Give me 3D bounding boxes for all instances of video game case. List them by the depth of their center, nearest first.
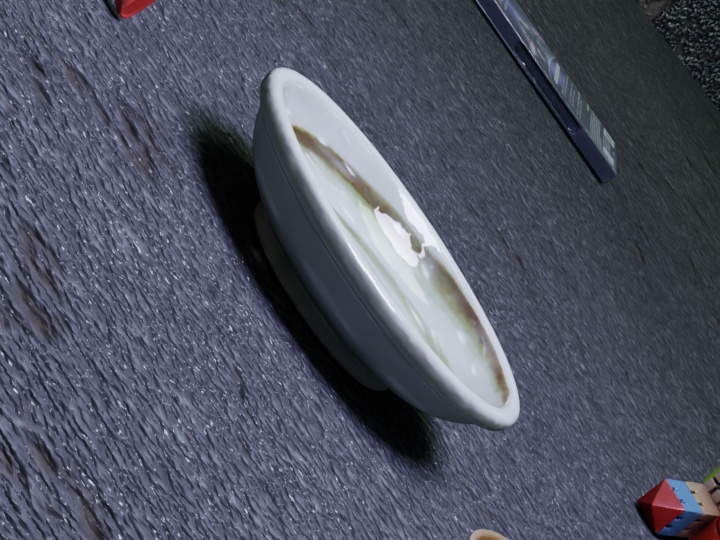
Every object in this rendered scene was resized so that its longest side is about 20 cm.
[{"bbox_3d":[0.169,-0.176,2.629,0.200,0.019,0.143,54,11,-7],"label":"video game case"}]

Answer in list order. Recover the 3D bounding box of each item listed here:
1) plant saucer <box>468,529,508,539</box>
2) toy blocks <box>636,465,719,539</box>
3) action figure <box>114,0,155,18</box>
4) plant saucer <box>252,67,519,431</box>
[{"bbox_3d":[0.089,0.202,1.214,0.201,0.035,0.200,52,12,-16],"label":"plant saucer"},{"bbox_3d":[0.251,0.194,1.801,0.136,0.100,0.201,13,42,-57],"label":"toy blocks"},{"bbox_3d":[-0.145,-0.213,1.382,0.201,0.052,0.065,59,15,26],"label":"action figure"},{"bbox_3d":[0.000,0.000,1.369,0.200,0.050,0.200,52,12,-15],"label":"plant saucer"}]
